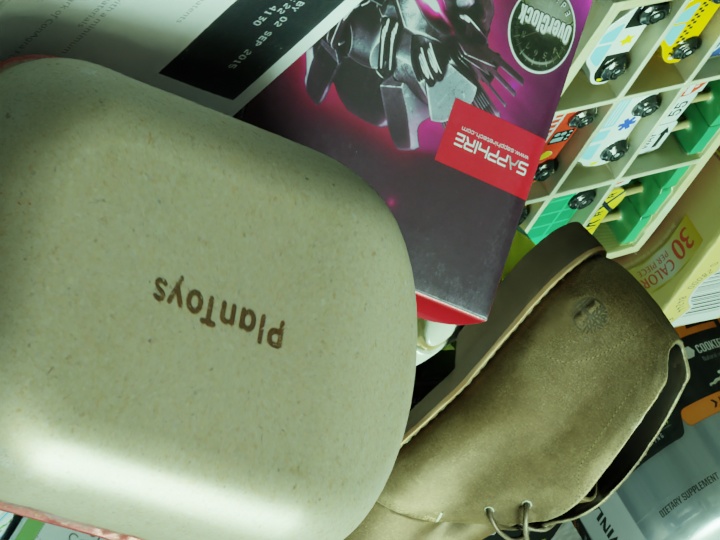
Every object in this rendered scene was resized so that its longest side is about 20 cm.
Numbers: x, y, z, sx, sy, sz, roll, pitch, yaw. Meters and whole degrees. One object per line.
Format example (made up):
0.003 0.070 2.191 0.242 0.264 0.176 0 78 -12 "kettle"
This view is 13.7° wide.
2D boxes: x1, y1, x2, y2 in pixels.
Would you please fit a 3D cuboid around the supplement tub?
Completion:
0.130 0.052 1.405 0.122 0.201 0.123 -25 154 -13 "supplement tub"

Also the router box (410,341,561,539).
0.024 0.081 1.232 0.199 0.051 0.150 -1 131 -51 "router box"

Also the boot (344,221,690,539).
0.044 0.082 1.124 0.200 0.075 0.074 -52 164 19 "boot"

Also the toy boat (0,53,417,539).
-0.079 0.018 0.908 0.130 0.131 0.199 -2 163 46 "toy boat"

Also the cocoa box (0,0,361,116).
-0.110 -0.101 0.930 0.200 0.132 0.133 -40 152 20 "cocoa box"

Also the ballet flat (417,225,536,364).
0.000 0.000 1.097 0.067 0.067 0.200 -31 144 30 "ballet flat"

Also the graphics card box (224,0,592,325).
0.016 -0.095 1.009 0.125 0.051 0.201 23 83 -34 "graphics card box"

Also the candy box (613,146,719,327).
0.158 -0.079 1.291 0.056 0.117 0.200 -12 150 -33 "candy box"

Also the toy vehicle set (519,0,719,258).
0.097 -0.061 1.158 0.124 0.027 0.200 -15 153 -33 "toy vehicle set"

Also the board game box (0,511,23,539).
-0.125 0.069 1.118 0.127 0.035 0.200 -57 172 7 "board game box"

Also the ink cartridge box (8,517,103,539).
-0.079 0.087 1.110 0.201 0.059 0.104 -58 171 20 "ink cartridge box"
